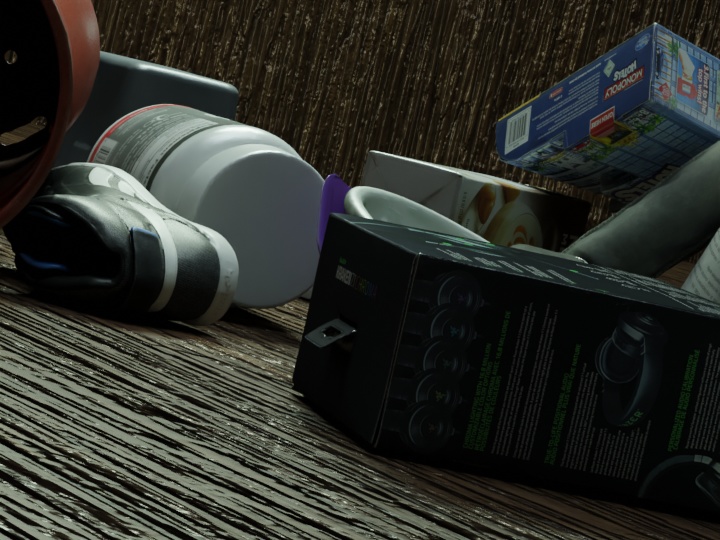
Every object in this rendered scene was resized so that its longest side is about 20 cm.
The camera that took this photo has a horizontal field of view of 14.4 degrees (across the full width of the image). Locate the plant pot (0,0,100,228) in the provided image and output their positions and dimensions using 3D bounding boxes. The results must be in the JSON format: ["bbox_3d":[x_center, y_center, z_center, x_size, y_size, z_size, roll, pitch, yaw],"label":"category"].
[{"bbox_3d":[-0.240,-0.120,1.626,0.199,0.202,0.195,14,11,5],"label":"plant pot"}]

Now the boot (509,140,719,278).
[{"bbox_3d":[0.181,-0.022,1.848,0.199,0.073,0.182,-27,-8,1],"label":"boot"}]

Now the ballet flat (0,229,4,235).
[{"bbox_3d":[-0.292,-0.056,1.742,0.199,0.076,0.064,4,42,-36],"label":"ballet flat"}]

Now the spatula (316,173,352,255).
[{"bbox_3d":[0.000,0.000,1.735,0.020,0.057,0.200,1,-21,9],"label":"spatula"}]

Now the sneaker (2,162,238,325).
[{"bbox_3d":[-0.169,-0.026,1.622,0.112,0.074,0.199,12,5,-45],"label":"sneaker"}]

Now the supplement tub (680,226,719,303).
[{"bbox_3d":[0.294,-0.009,1.816,0.131,0.201,0.132,29,19,-11],"label":"supplement tub"}]

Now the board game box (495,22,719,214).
[{"bbox_3d":[0.228,-0.083,1.996,0.199,0.062,0.200,18,-25,-25],"label":"board game box"}]

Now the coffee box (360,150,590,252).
[{"bbox_3d":[0.073,-0.011,1.967,0.079,0.115,0.200,15,5,29],"label":"coffee box"}]

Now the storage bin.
[{"bbox_3d":[-0.168,-0.083,2.037,0.145,0.135,0.200,12,3,-21],"label":"storage bin"}]

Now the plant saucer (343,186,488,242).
[{"bbox_3d":[0.067,0.024,1.660,0.199,0.050,0.200,31,11,-6],"label":"plant saucer"}]

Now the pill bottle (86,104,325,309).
[{"bbox_3d":[-0.094,-0.039,1.783,0.113,0.115,0.200,12,4,-25],"label":"pill bottle"}]

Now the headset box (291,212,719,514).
[{"bbox_3d":[0.074,0.041,1.346,0.199,0.093,0.174,12,4,-16],"label":"headset box"}]

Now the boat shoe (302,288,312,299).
[{"bbox_3d":[-0.040,-0.022,2.055,0.067,0.072,0.200,9,8,-32],"label":"boat shoe"}]
